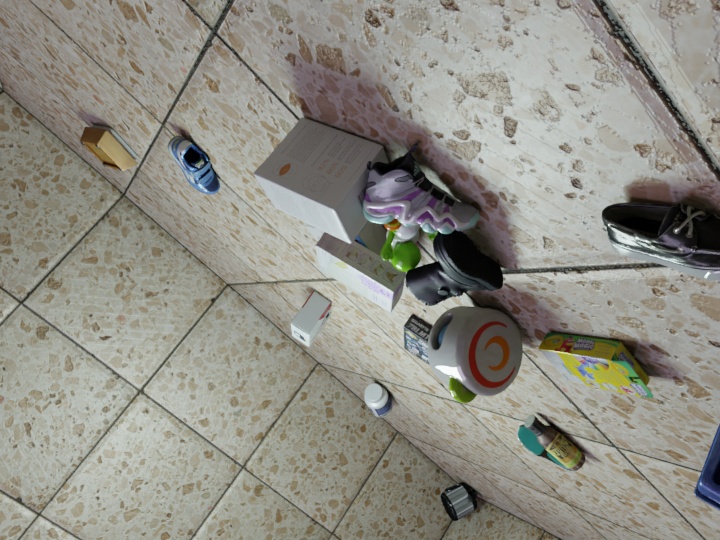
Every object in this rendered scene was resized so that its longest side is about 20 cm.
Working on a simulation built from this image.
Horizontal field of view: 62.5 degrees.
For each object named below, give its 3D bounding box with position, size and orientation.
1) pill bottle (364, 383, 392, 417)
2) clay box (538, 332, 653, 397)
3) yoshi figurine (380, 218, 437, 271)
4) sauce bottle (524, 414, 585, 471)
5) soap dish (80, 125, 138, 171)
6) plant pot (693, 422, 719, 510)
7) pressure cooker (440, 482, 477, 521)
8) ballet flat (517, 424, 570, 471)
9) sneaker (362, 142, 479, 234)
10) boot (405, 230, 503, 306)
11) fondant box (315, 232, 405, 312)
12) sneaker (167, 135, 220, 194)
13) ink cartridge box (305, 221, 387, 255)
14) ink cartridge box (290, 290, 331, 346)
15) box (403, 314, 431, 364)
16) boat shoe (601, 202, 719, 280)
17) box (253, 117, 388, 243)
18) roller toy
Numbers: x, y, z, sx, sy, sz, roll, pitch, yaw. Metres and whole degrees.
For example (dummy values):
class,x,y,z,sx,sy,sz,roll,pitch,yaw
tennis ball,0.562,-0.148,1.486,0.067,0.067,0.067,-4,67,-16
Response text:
class,x,y,z,sx,sy,sz,roll,pitch,yaw
pill bottle,0.079,0.591,2.719,0.110,0.111,0.200,27,160,27
clay box,0.451,0.177,1.126,0.115,0.048,0.199,45,159,-22
yoshi figurine,0.089,-0.061,1.137,0.112,0.113,0.200,26,163,12
sauce bottle,0.542,0.482,1.665,0.200,0.065,0.065,39,162,-10
soap dish,-0.900,-0.435,2.116,0.199,0.081,0.158,18,153,43
plant pot,0.618,0.293,0.867,0.199,0.201,0.180,25,164,30
pressure cooker,0.589,1.343,3.471,0.176,0.199,0.180,45,155,58
ballet flat,0.551,0.528,1.765,0.199,0.072,0.072,34,162,12
sneaker,0.101,-0.141,0.977,0.198,0.078,0.141,6,122,8
boot,0.146,0.002,1.098,0.167,0.077,0.199,-17,147,38
fondant box,0.000,0.000,1.309,0.199,0.058,0.145,30,162,11
sneaker,-0.456,-0.286,1.662,0.082,0.074,0.200,18,155,41
ink cartridge box,-0.023,-0.080,1.355,0.199,0.068,0.115,15,152,48
ink cartridge box,-0.177,0.176,2.140,0.082,0.146,0.200,32,162,6
box,0.214,0.229,1.691,0.199,0.050,0.199,32,160,19
boat shoe,0.377,-0.041,0.698,0.199,0.071,0.064,16,154,52
box,-0.064,-0.168,1.085,0.199,0.153,0.107,27,160,31
roller toy,0.245,0.169,1.282,0.139,0.199,0.184,1,105,61
